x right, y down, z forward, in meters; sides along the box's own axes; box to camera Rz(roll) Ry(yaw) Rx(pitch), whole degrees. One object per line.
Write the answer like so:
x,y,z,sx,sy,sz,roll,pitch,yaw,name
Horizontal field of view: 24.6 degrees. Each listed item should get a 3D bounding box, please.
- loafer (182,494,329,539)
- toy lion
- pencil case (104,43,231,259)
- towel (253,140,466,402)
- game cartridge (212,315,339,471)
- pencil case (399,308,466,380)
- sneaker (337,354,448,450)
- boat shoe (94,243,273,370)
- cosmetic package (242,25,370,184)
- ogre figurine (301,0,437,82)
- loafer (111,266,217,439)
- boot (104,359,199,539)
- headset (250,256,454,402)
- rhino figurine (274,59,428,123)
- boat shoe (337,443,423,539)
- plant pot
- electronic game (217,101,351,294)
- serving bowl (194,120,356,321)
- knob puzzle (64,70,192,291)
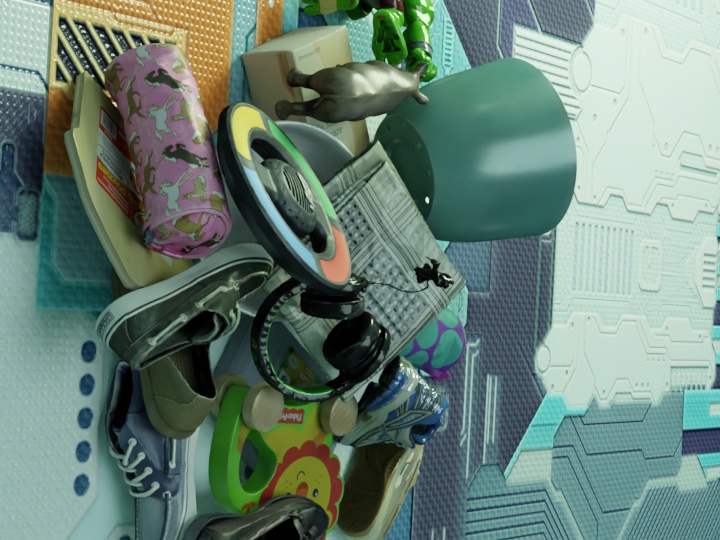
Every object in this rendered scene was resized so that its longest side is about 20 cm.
-0.088,0.265,1.602,0.200,0.063,0.072,0,104,-54,loafer
-0.083,0.208,1.682,0.200,0.069,0.192,12,90,-53,toy lion
-0.176,-0.110,1.496,0.083,0.086,0.200,82,-7,-63,pencil case
0.000,0.000,1.664,0.193,0.035,0.200,-42,114,-19,towel
-0.085,0.148,1.748,0.200,0.040,0.133,52,55,-41,game cartridge
0.037,0.078,1.870,0.200,0.085,0.093,3,73,-54,pencil case
0.037,0.162,1.765,0.085,0.200,0.077,32,67,-3,sneaker
-0.144,0.037,1.479,0.200,0.064,0.071,-27,153,-41,boat shoe
-0.049,-0.150,1.750,0.105,0.071,0.200,-36,120,-47,cosmetic package
0.016,-0.298,1.798,0.098,0.200,0.120,-64,177,38,ogre figurine
-0.175,0.056,1.543,0.076,0.067,0.200,2,65,-53,loafer
-0.206,0.185,1.562,0.090,0.073,0.200,19,68,-46,boot
-0.008,0.049,1.595,0.200,0.094,0.124,-31,112,-18,headset
0.007,-0.186,1.688,0.200,0.087,0.060,-17,106,-51,rhino figurine
0.034,0.223,1.891,0.200,0.072,0.065,-66,148,-24,boat shoe
0.110,-0.121,1.796,0.161,0.201,0.201,-13,103,-29,plant pot
-0.068,-0.068,1.526,0.200,0.042,0.200,52,17,-24,electronic game
-0.089,-0.052,1.663,0.200,0.066,0.200,-5,100,-29,serving bowl
-0.217,-0.056,1.502,0.220,0.030,0.220,57,18,-31,knob puzzle
